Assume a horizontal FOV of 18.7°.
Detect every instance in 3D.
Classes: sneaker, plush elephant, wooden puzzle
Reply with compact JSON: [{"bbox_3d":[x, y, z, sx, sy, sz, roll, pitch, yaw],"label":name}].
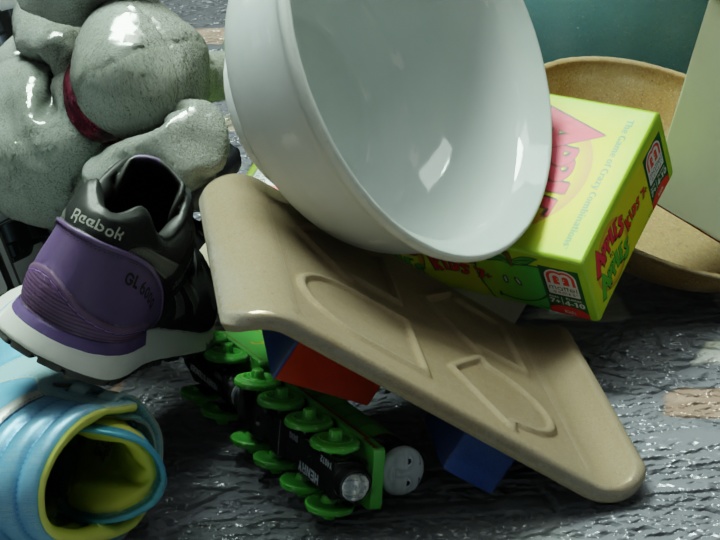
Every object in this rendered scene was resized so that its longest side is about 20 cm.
[{"bbox_3d":[-0.129,0.068,0.992,0.130,0.080,0.200,0,29,23],"label":"sneaker"},{"bbox_3d":[-0.095,-0.009,0.999,0.075,0.088,0.200,25,11,4],"label":"sneaker"},{"bbox_3d":[-0.123,-0.090,1.121,0.154,0.166,0.200,-18,-7,31],"label":"plush elephant"},{"bbox_3d":[0.018,0.036,0.998,0.199,0.046,0.185,24,15,-16],"label":"wooden puzzle"}]

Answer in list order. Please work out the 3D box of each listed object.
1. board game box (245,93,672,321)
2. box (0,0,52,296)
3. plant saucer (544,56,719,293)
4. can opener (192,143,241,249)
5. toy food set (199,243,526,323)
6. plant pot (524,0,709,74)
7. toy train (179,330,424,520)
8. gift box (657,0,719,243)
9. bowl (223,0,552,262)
[{"bbox_3d":[0.048,-0.046,1.125,0.199,0.048,0.102,12,56,28],"label":"board game box"},{"bbox_3d":[-0.200,-0.067,1.208,0.060,0.201,0.117,-15,9,37],"label":"box"},{"bbox_3d":[0.168,-0.047,1.209,0.199,0.036,0.201,13,37,-10],"label":"plant saucer"},{"bbox_3d":[-0.088,-0.040,1.327,0.078,0.064,0.200,-32,1,12],"label":"can opener"},{"bbox_3d":[0.000,0.000,1.205,0.199,0.061,0.144,2,31,25],"label":"toy food set"},{"bbox_3d":[0.177,-0.142,1.423,0.199,0.135,0.200,-7,18,2],"label":"plant pot"},{"bbox_3d":[-0.030,0.068,1.023,0.056,0.042,0.200,-2,16,-25],"label":"toy train"},{"bbox_3d":[0.259,-0.102,1.124,0.200,0.187,0.184,32,36,26],"label":"gift box"},{"bbox_3d":[-0.002,-0.091,1.041,0.090,0.202,0.201,-18,8,36],"label":"bowl"}]
